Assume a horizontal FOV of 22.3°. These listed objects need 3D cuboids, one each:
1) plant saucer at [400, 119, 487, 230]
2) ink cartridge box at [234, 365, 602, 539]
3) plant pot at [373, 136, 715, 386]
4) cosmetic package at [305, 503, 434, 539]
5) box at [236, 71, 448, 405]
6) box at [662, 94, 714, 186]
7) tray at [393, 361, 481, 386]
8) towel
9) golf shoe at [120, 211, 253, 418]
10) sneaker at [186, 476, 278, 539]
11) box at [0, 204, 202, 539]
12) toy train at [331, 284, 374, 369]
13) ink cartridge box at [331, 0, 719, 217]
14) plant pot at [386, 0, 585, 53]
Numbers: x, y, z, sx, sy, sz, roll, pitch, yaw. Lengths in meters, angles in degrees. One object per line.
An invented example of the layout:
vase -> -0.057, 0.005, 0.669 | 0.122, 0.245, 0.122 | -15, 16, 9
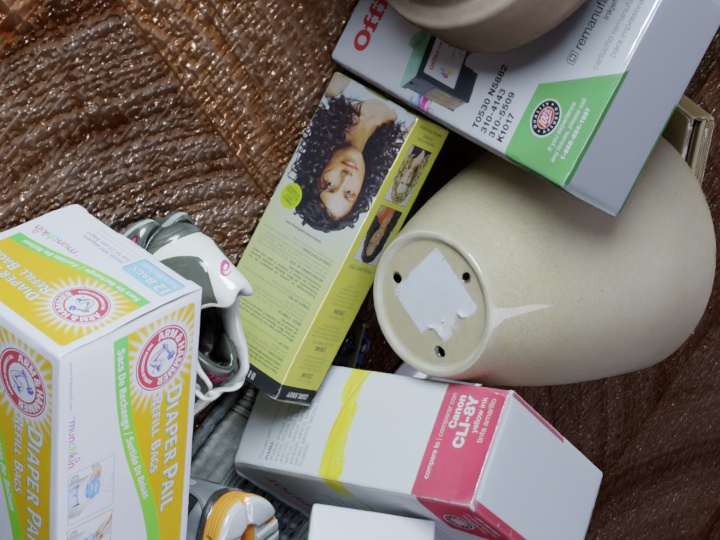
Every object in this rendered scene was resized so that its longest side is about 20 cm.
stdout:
plant saucer -> 0.091, -0.070, 1.333 | 0.200, 0.029, 0.201 | -35, 142, -33
ink cartridge box -> 0.037, 0.131, 1.214 | 0.145, 0.198, 0.084 | 41, 63, -47
plant pot -> 0.103, -0.001, 1.199 | 0.199, 0.187, 0.189 | -17, 130, -49
cosmetic package -> -0.005, 0.236, 1.213 | 0.200, 0.084, 0.109 | 104, -6, -65
box -> -0.025, -0.019, 1.172 | 0.050, 0.075, 0.201 | 15, 102, -60
box -> 0.193, -0.064, 1.330 | 0.021, 0.200, 0.165 | 2, 112, -15
tray -> 0.075, 0.076, 1.440 | 0.200, 0.022, 0.108 | -49, 146, -17
towel -> -0.090, 0.197, 1.277 | 0.201, 0.034, 0.193 | -53, 142, -10
golf shoe -> -0.116, 0.065, 1.102 | 0.077, 0.088, 0.202 | -28, 138, -42
sneaker -> -0.098, 0.217, 1.205 | 0.078, 0.077, 0.202 | -29, 134, -45
box -> -0.165, 0.084, 1.023 | 0.101, 0.112, 0.202 | -27, 135, -41
toy train -> 0.000, 0.000, 1.262 | 0.046, 0.034, 0.202 | -28, 138, -55
ink cartridge box -> 0.099, -0.146, 1.120 | 0.084, 0.199, 0.146 | 19, 101, -55
plant pot -> 0.033, -0.239, 0.989 | 0.174, 0.200, 0.202 | 17, 103, -39
